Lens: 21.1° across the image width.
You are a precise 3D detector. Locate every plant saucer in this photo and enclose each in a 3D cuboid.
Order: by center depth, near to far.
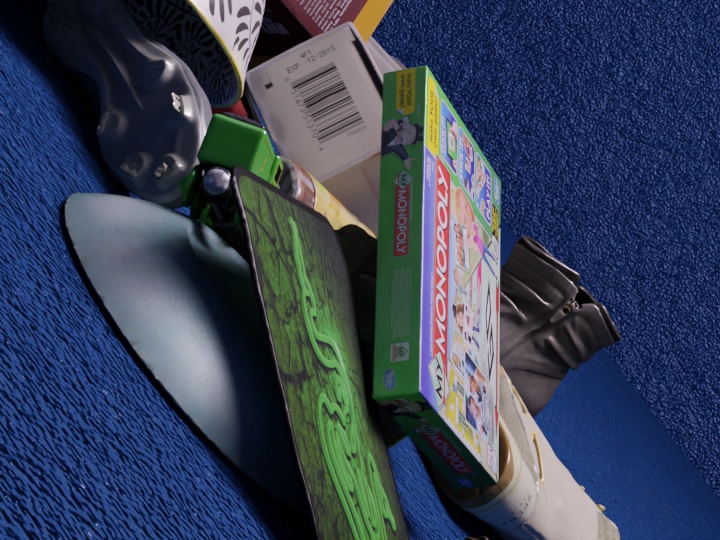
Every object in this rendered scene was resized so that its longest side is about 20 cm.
[{"bbox_3d":[-0.064,0.029,0.949,0.201,0.039,0.201,49,8,-9],"label":"plant saucer"}]

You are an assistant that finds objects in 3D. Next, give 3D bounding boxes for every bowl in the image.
[{"bbox_3d":[-0.123,-0.198,1.162,0.201,0.094,0.201,35,-14,10],"label":"bowl"}]

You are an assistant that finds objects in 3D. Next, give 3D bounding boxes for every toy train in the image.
[{"bbox_3d":[-0.062,-0.038,1.043,0.042,0.057,0.200,19,-9,6],"label":"toy train"}]

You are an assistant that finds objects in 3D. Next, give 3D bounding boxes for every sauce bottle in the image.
[{"bbox_3d":[-0.018,-0.005,1.275,0.200,0.065,0.065,43,11,-51],"label":"sauce bottle"}]

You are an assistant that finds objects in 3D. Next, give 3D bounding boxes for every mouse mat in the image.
[{"bbox_3d":[-0.015,0.055,0.937,0.161,0.008,0.201,27,49,-71],"label":"mouse mat"}]

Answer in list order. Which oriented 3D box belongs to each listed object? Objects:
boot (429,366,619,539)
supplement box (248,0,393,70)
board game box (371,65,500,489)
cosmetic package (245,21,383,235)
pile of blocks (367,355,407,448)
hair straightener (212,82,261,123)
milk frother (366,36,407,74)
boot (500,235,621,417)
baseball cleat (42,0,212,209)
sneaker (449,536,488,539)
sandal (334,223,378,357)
[{"bbox_3d":[0.104,0.130,1.315,0.155,0.072,0.200,46,15,-30],"label":"boot"},{"bbox_3d":[-0.095,-0.261,1.445,0.197,0.133,0.200,9,-29,50],"label":"supplement box"},{"bbox_3d":[0.045,0.005,1.088,0.135,0.029,0.201,51,36,-56],"label":"board game box"},{"bbox_3d":[-0.008,-0.080,1.388,0.104,0.087,0.200,63,-1,20],"label":"cosmetic package"},{"bbox_3d":[0.017,0.062,1.183,0.082,0.062,0.200,51,16,-13],"label":"pile of blocks"},{"bbox_3d":[-0.067,-0.074,1.379,0.077,0.041,0.200,41,13,-49],"label":"hair straightener"},{"bbox_3d":[-0.028,-0.238,1.767,0.181,0.200,0.188,52,7,37],"label":"milk frother"},{"bbox_3d":[0.083,0.021,1.407,0.200,0.131,0.068,38,13,-12],"label":"boot"},{"bbox_3d":[-0.114,-0.092,1.105,0.106,0.070,0.200,42,13,-47],"label":"baseball cleat"},{"bbox_3d":[0.069,0.162,0.984,0.076,0.070,0.200,51,8,8],"label":"sneaker"},{"bbox_3d":[0.000,-0.001,1.107,0.080,0.057,0.201,25,21,17],"label":"sandal"}]
